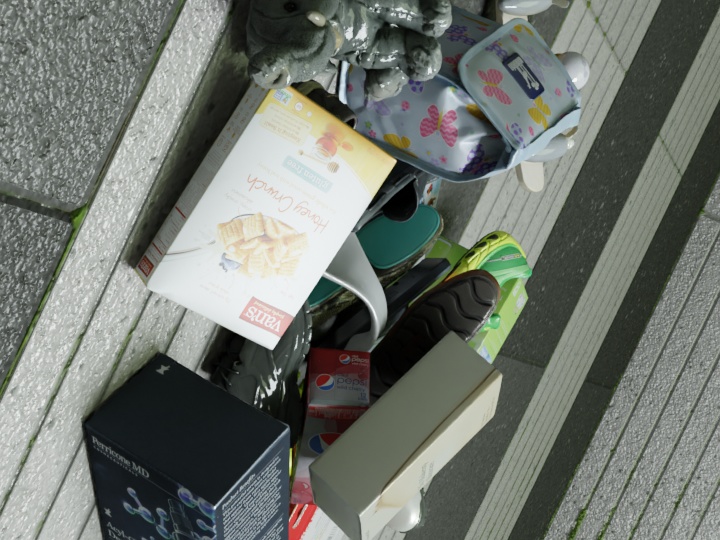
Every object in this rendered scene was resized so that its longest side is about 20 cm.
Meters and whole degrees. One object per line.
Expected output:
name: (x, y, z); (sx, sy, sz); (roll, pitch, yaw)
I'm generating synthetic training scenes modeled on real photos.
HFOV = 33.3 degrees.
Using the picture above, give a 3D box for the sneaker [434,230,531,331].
sneaker: (0.113, 0.047, 1.342); (0.200, 0.084, 0.074); (-47, -179, 5)

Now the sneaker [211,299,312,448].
sneaker: (-0.099, 0.082, 1.168); (0.090, 0.076, 0.203); (0, 100, -23)

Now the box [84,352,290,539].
box: (-0.151, 0.203, 1.090); (0.107, 0.147, 0.202); (-44, 150, -38)

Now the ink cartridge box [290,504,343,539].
ink cartridge box: (-0.066, 0.278, 1.451); (0.117, 0.067, 0.200); (-62, 158, -3)

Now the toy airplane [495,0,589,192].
toy airplane: (0.189, -0.223, 1.371); (0.200, 0.140, 0.201); (53, 46, -40)

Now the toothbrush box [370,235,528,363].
toothbrush box: (0.094, 0.073, 1.480); (0.201, 0.145, 0.086); (-59, 157, -9)

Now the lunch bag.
lunch bag: (0.103, -0.175, 1.170); (0.169, 0.199, 0.128); (-35, 145, -46)

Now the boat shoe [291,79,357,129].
boat shoe: (-0.070, -0.074, 1.067); (0.202, 0.073, 0.074); (-62, 157, -4)

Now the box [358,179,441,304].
box: (0.041, -0.078, 1.346); (0.136, 0.037, 0.202); (-36, 145, -48)

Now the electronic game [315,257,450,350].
electronic game: (0.021, 0.053, 1.336); (0.199, 0.042, 0.200); (-39, 178, -2)

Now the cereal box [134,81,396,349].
cereal box: (-0.078, -0.047, 1.009); (0.143, 0.039, 0.201); (29, 97, -37)

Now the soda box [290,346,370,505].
soda box: (-0.033, 0.165, 1.239); (0.201, 0.063, 0.071); (103, -10, -50)

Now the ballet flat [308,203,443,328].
ballet flat: (0.000, 0.000, 1.269); (0.199, 0.068, 0.076); (-33, 155, -16)

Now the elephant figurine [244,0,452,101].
elephant figurine: (-0.037, -0.205, 0.950); (0.198, 0.155, 0.143); (-9, 89, -33)

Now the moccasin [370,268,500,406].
moccasin: (0.073, 0.069, 1.271); (0.202, 0.073, 0.078); (-51, 178, 28)

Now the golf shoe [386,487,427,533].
golf shoe: (-0.001, 0.224, 1.391); (0.077, 0.201, 0.088); (-37, 173, 22)

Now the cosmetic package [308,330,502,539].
cosmetic package: (0.045, 0.165, 1.174); (0.200, 0.073, 0.104); (-43, 158, -20)

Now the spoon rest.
spoon rest: (-0.024, -0.007, 1.170); (0.202, 0.060, 0.100); (65, 34, -25)

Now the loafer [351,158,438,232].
loafer: (0.032, -0.080, 1.188); (0.200, 0.071, 0.068); (-23, 163, -51)

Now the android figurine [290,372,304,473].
android figurine: (-0.114, 0.198, 1.304); (0.201, 0.041, 0.182); (-58, 157, -9)
